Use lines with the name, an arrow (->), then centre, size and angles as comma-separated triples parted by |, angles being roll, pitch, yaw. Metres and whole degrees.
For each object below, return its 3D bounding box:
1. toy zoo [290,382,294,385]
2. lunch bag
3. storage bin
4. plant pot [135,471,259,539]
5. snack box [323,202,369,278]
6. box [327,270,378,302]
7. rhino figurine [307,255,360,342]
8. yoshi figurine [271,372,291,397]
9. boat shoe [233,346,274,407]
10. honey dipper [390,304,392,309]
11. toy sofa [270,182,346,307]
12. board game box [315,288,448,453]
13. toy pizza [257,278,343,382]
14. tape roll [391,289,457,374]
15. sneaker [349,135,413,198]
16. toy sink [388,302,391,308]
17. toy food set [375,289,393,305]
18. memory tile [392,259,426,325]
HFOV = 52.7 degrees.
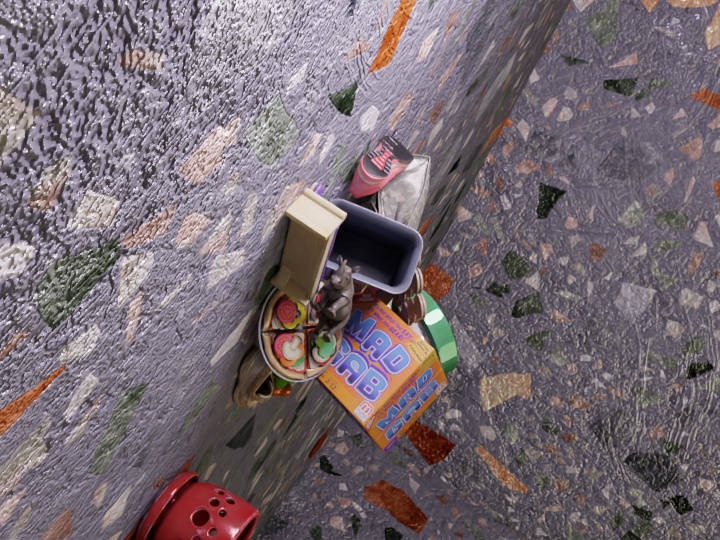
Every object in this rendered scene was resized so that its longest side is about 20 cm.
toy zoo -> -0.150, 0.220, 1.876 | 0.203, 0.020, 0.131 | -62, 170, 16
lunch bag -> 0.077, -0.130, 1.558 | 0.164, 0.115, 0.205 | 86, 17, -73
storage bin -> 0.004, -0.025, 1.386 | 0.134, 0.196, 0.148 | 120, -9, -80
plant pot -> -0.321, 0.508, 1.417 | 0.202, 0.181, 0.201 | -54, 170, -14
snack box -> -0.043, -0.053, 1.563 | 0.201, 0.024, 0.072 | -54, 171, -24
box -> 0.000, 0.000, 1.603 | 0.096, 0.099, 0.200 | -53, -177, 11
rhino figurine -> -0.044, 0.046, 1.285 | 0.088, 0.059, 0.202 | -48, 162, -37
yoshi figurine -> -0.143, 0.169, 1.527 | 0.113, 0.111, 0.202 | -57, 171, -49
boat shoe -> -0.209, 0.233, 1.471 | 0.074, 0.068, 0.201 | -51, 168, -34
honey dipper -> 0.052, 0.139, 1.678 | 0.038, 0.037, 0.203 | 89, 25, -73
toy sofa -> -0.083, -0.043, 1.226 | 0.098, 0.082, 0.202 | -49, 167, -39
board game box -> 0.032, 0.208, 1.487 | 0.200, 0.199, 0.201 | -44, 150, -9
toy pizza -> -0.103, 0.107, 1.354 | 0.031, 0.201, 0.201 | 4, -130, 50
tape roll -> 0.138, 0.138, 1.598 | 0.047, 0.202, 0.201 | -25, 159, -19
sneaker -> 0.034, -0.201, 1.429 | 0.087, 0.074, 0.200 | -48, 174, 37
toy sink -> 0.034, 0.085, 1.830 | 0.113, 0.199, 0.130 | -53, 172, 26
toy food set -> 0.070, 0.030, 1.695 | 0.144, 0.060, 0.201 | -50, -172, 45
memory tile -> 0.095, 0.035, 1.481 | 0.200, 0.016, 0.157 | 133, -50, -74
